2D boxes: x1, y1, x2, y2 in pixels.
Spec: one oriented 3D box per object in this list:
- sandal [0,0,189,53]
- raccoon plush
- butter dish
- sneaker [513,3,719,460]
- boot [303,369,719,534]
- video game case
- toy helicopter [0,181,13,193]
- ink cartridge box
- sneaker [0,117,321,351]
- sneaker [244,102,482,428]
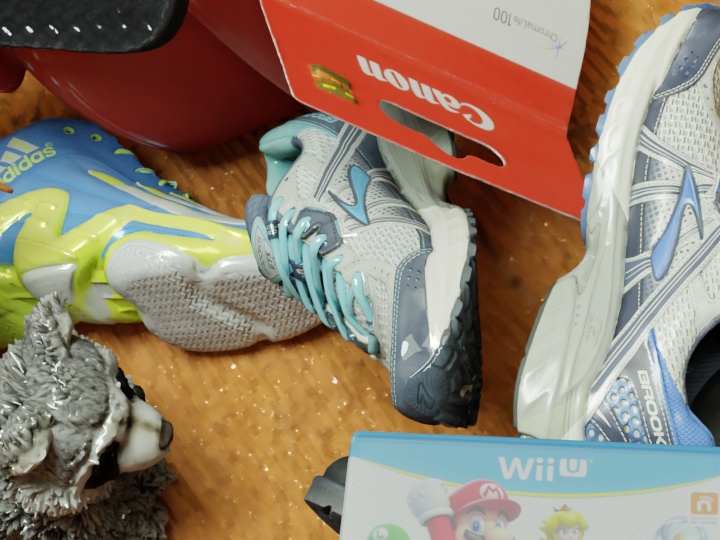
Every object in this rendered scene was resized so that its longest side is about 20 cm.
[{"bbox_3d":[-0.149,-0.117,1.097,0.199,0.045,0.076,9,102,24],"label":"sandal"},{"bbox_3d":[-0.165,0.082,1.131,0.199,0.134,0.097,-17,60,9],"label":"raccoon plush"},{"bbox_3d":[-0.109,-0.128,1.195,0.147,0.199,0.201,-31,61,14],"label":"butter dish"},{"bbox_3d":[0.125,-0.005,1.059,0.085,0.077,0.201,12,70,18],"label":"sneaker"},{"bbox_3d":[0.092,0.041,1.109,0.164,0.066,0.201,22,75,19],"label":"boot"},{"bbox_3d":[0.058,0.142,0.944,0.142,0.018,0.201,2,51,6],"label":"video game case"},{"bbox_3d":[-0.210,-0.017,1.057,0.079,0.200,0.133,26,74,34],"label":"toy helicopter"},{"bbox_3d":[0.028,-0.117,1.132,0.047,0.159,0.201,-51,35,28],"label":"ink cartridge box"},{"bbox_3d":[-0.099,-0.025,1.200,0.199,0.076,0.106,-1,57,11],"label":"sneaker"},{"bbox_3d":[0.000,0.000,1.093,0.086,0.078,0.200,-5,30,-3],"label":"sneaker"}]
